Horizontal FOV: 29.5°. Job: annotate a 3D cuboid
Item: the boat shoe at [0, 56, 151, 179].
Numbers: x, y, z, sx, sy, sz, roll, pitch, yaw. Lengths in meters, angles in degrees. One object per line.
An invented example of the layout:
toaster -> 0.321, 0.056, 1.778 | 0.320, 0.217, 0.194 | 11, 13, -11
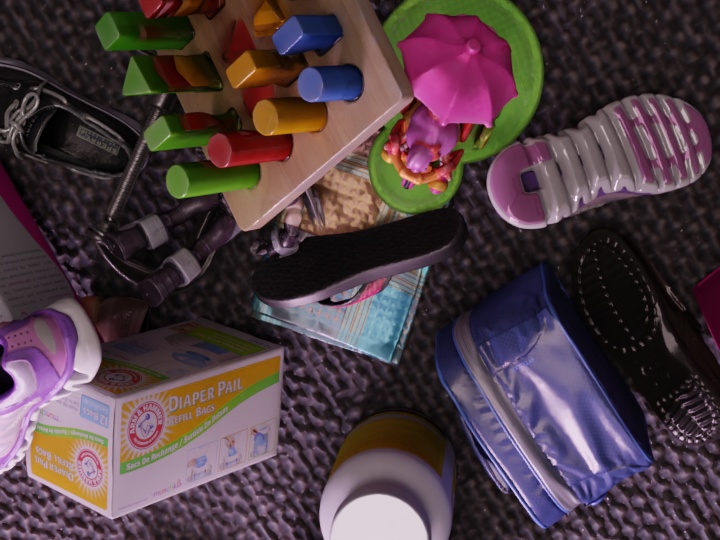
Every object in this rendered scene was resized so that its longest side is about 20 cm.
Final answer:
boat shoe -> -0.281, -0.128, 1.188 | 0.197, 0.068, 0.074 | 27, 106, 0

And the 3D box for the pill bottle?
pill bottle -> 0.024, 0.195, 1.156 | 0.110, 0.200, 0.114 | 1, 99, 6

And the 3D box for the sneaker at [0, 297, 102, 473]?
sneaker -> -0.287, 0.095, 1.059 | 0.200, 0.088, 0.081 | -45, 69, 33

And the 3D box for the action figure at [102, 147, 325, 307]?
action figure -> -0.112, -0.055, 1.142 | 0.199, 0.069, 0.131 | -33, 94, -18

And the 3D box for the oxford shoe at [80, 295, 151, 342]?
oxford shoe -> -0.212, 0.123, 1.243 | 0.072, 0.071, 0.203 | -3, 103, 5

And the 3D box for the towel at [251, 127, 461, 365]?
towel -> -0.006, -0.028, 1.200 | 0.145, 0.022, 0.203 | 18, 106, 2

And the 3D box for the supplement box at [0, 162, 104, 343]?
supplement box -> -0.328, 0.011, 1.183 | 0.103, 0.101, 0.201 | -37, 81, 24

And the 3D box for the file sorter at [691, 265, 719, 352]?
file sorter -> 0.367, 0.045, 1.076 | 0.139, 0.200, 0.126 | -41, 99, 15

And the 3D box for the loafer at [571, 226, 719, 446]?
loafer -> 0.249, 0.053, 1.166 | 0.073, 0.071, 0.202 | -33, 83, 34

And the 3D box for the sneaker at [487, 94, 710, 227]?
sneaker -> 0.190, -0.085, 1.126 | 0.197, 0.088, 0.082 | -17, 84, -10

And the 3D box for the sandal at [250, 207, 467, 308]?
sandal -> 0.000, 0.000, 1.161 | 0.197, 0.076, 0.045 | -14, 133, 15

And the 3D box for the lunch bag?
lunch bag -> 0.150, 0.114, 1.155 | 0.131, 0.136, 0.201 | -31, 99, 15

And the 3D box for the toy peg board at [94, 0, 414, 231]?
toy peg board -> -0.093, -0.159, 1.021 | 0.199, 0.097, 0.202 | -36, 76, 38

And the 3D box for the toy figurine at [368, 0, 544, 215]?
toy figurine -> 0.061, -0.130, 1.069 | 0.149, 0.184, 0.202 | 26, 100, 2

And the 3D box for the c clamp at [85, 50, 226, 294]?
c clamp -> -0.172, -0.083, 1.165 | 0.169, 0.027, 0.203 | 16, 98, -34

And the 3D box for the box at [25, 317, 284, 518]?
box -> -0.170, 0.118, 1.153 | 0.111, 0.199, 0.103 | 16, 109, 37
